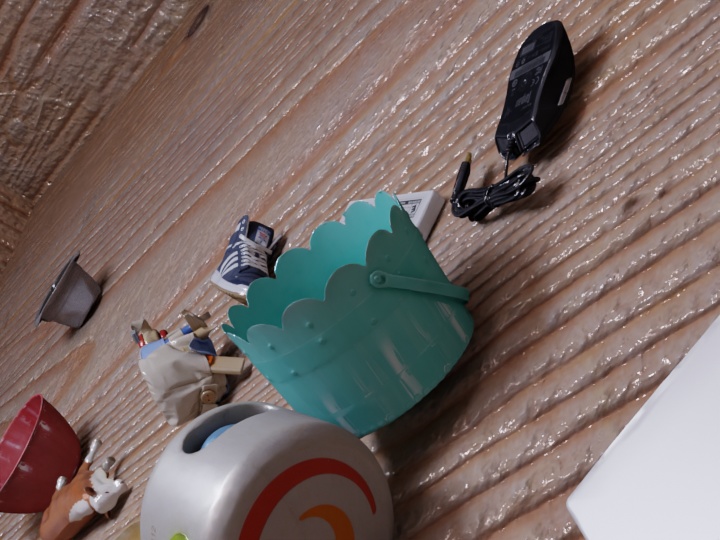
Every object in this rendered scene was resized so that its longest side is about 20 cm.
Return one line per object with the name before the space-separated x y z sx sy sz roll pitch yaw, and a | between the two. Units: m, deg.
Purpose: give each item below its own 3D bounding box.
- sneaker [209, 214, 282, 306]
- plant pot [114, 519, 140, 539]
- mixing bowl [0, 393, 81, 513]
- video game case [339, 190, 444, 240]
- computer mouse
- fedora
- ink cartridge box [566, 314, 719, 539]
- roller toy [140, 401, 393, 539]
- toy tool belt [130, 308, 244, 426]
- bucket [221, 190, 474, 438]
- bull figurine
sneaker | -0.142 -0.011 1.433 0.109 0.070 0.200 -61 20 -3
plant pot | -0.288 0.394 1.274 0.200 0.027 0.201 -44 27 30
mixing bowl | -0.520 0.312 1.740 0.200 0.108 0.201 -45 26 29
video game case | 0.000 0.000 1.195 0.199 0.023 0.184 0 61 63
computer mouse | 0.151 -0.134 1.039 0.140 0.046 0.202 -28 42 58
fedora | -0.600 0.057 2.245 0.200 0.090 0.178 -22 39 64
ink cartridge box | 0.212 0.115 0.393 0.147 0.199 0.147 -53 23 14
roller toy | -0.076 0.204 0.867 0.139 0.199 0.184 7 70 51
toy tool belt | -0.220 0.113 1.410 0.122 0.126 0.200 -26 26 -7
bucket | -0.007 0.042 0.946 0.206 0.135 0.207 -35 15 11
bull figurine | -0.395 0.320 1.536 0.200 0.065 0.122 -39 25 33
